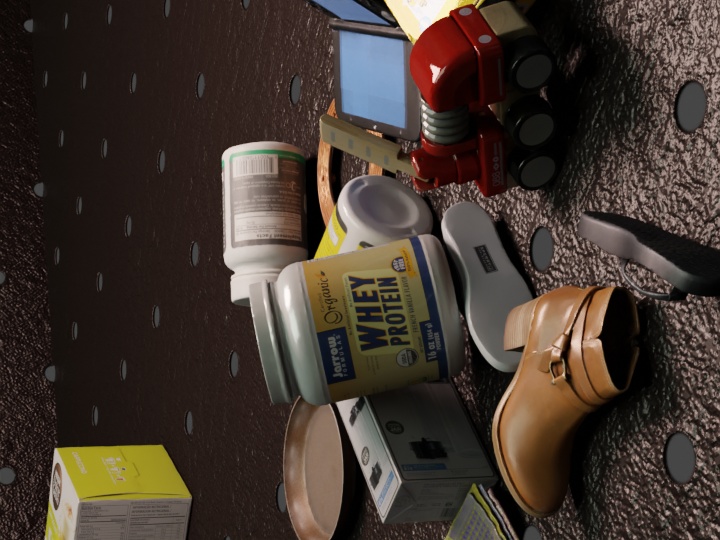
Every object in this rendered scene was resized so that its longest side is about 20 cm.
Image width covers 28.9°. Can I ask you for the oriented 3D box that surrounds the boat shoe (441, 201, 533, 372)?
[{"bbox_3d":[0.125,0.022,1.368,0.057,0.068,0.202,94,165,-51],"label":"boat shoe"}]

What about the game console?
[{"bbox_3d":[-0.020,-0.236,1.492,0.199,0.169,0.120,23,87,59],"label":"game console"}]

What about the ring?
[{"bbox_3d":[-0.008,-0.131,1.725,0.200,0.019,0.204,-179,90,-66],"label":"ring"}]

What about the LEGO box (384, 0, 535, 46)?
[{"bbox_3d":[0.107,-0.310,1.323,0.200,0.077,0.150,-51,58,37],"label":"LEGO box"}]

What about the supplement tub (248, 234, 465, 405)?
[{"bbox_3d":[-0.004,0.053,1.395,0.144,0.197,0.147,168,90,-88],"label":"supplement tub"}]

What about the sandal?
[{"bbox_3d":[0.235,-0.006,1.109,0.200,0.075,0.043,-134,52,-72],"label":"sandal"}]

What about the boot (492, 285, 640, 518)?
[{"bbox_3d":[0.183,0.113,1.212,0.154,0.073,0.203,-17,75,60],"label":"boot"}]

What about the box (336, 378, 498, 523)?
[{"bbox_3d":[0.051,0.164,1.449,0.201,0.115,0.061,-113,34,-46],"label":"box"}]

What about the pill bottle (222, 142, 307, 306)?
[{"bbox_3d":[-0.126,-0.059,1.850,0.113,0.112,0.203,159,112,-64],"label":"pill bottle"}]

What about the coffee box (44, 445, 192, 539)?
[{"bbox_3d":[-0.417,0.428,2.377,0.200,0.197,0.201,-139,56,-60],"label":"coffee box"}]

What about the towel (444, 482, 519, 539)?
[{"bbox_3d":[0.130,0.325,1.349,0.201,0.022,0.145,64,143,38],"label":"towel"}]

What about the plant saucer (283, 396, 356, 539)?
[{"bbox_3d":[-0.049,0.252,1.769,0.200,0.032,0.203,-177,90,-67],"label":"plant saucer"}]

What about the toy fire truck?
[{"bbox_3d":[0.068,-0.150,1.292,0.129,0.197,0.177,-117,12,-45],"label":"toy fire truck"}]

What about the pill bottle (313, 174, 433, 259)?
[{"bbox_3d":[0.000,0.000,1.582,0.112,0.110,0.201,-110,33,-40],"label":"pill bottle"}]
